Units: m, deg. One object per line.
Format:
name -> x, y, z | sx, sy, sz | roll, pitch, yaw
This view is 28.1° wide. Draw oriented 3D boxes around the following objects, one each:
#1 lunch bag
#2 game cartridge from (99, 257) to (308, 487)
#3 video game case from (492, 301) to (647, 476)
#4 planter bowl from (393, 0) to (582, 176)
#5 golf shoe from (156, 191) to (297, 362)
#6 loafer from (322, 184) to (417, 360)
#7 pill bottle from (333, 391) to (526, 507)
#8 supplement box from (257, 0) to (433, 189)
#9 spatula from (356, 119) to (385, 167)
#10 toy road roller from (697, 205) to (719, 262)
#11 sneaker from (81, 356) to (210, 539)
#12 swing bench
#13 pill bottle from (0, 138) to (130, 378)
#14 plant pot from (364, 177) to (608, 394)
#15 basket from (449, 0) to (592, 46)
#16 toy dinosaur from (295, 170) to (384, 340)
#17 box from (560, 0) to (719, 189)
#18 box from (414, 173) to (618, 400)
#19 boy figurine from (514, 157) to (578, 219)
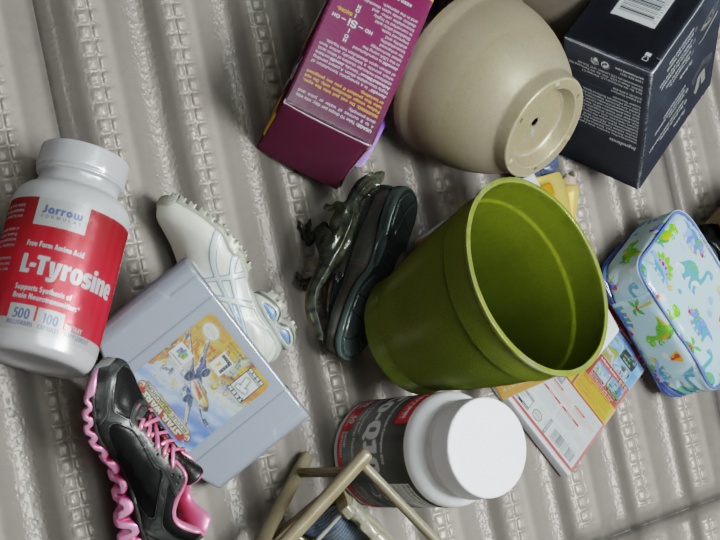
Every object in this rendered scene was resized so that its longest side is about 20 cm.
lunch bag -> 0.386, 0.039, 1.736 | 0.201, 0.082, 0.161 | 55, 49, -12
game cartridge -> -0.158, 0.106, 1.384 | 0.133, 0.042, 0.201 | -40, 105, -8
video game case -> 0.251, 0.119, 1.684 | 0.143, 0.017, 0.200 | 51, 60, -15
planter bowl -> 0.153, -0.184, 1.542 | 0.200, 0.135, 0.201 | -33, 144, -28
golf shoe -> -0.150, 0.019, 1.414 | 0.097, 0.078, 0.201 | -42, 104, -24
loafer -> 0.000, 0.000, 1.529 | 0.072, 0.062, 0.201 | 48, 60, -53
pill bottle -> 0.068, 0.181, 1.448 | 0.113, 0.199, 0.115 | 6, 78, -31
supplement box -> -0.014, -0.208, 1.492 | 0.103, 0.131, 0.201 | 26, 68, -9
spatula -> 0.021, -0.208, 1.588 | 0.056, 0.021, 0.201 | 32, 64, -12
toy road roller -> 0.517, -0.014, 1.798 | 0.123, 0.146, 0.201 | -42, 104, -30
sneaker -> -0.190, 0.169, 1.320 | 0.079, 0.095, 0.202 | -53, 134, -59
swing bench -> -0.018, 0.316, 1.414 | 0.199, 0.129, 0.200 | 47, 62, -18
pill bottle -> -0.275, -0.012, 1.314 | 0.112, 0.112, 0.202 | 20, 72, -28
plant pot -> 0.111, 0.038, 1.442 | 0.199, 0.192, 0.202 | 21, 56, -35
basket -> 0.168, -0.343, 1.632 | 0.199, 0.179, 0.137 | 26, 73, -38
toy dinosaur -> -0.036, -0.019, 1.481 | 0.047, 0.088, 0.202 | 29, 68, -25
box -> 0.326, -0.242, 1.674 | 0.197, 0.117, 0.201 | -52, 154, -28
box -> 0.170, 0.017, 1.559 | 0.201, 0.124, 0.097 | 60, 32, -3
boy figurine -> 0.208, -0.081, 1.663 | 0.123, 0.064, 0.202 | -8, 83, -36
